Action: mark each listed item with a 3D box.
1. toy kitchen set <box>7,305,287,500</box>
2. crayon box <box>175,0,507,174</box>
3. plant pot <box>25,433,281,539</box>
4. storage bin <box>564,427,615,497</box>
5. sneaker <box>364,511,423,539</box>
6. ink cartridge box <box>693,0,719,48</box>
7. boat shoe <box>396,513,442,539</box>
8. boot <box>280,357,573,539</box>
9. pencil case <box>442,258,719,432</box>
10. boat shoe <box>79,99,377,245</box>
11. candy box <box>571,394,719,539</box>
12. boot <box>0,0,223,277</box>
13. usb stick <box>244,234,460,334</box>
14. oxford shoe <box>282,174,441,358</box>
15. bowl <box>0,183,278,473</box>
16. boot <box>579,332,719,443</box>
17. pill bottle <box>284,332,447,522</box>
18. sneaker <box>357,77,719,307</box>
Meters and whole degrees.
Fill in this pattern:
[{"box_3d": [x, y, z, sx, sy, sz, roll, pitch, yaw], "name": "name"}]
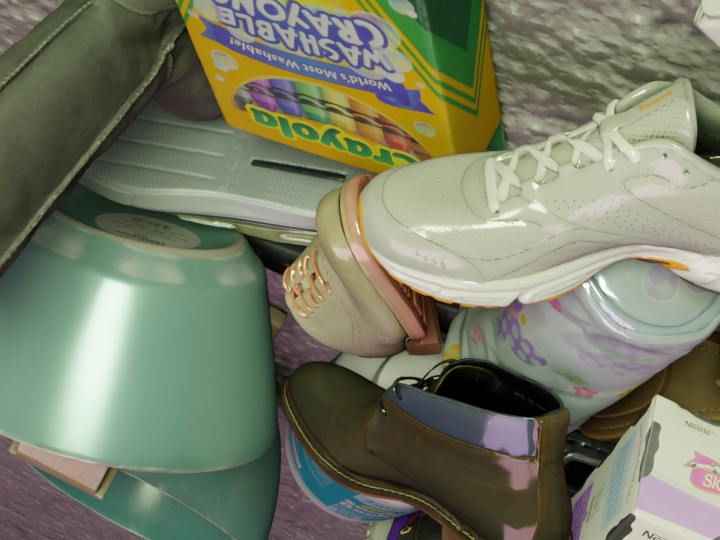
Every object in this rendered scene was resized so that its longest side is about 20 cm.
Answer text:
[{"box_3d": [-0.159, 0.038, 1.022, 0.199, 0.164, 0.180, 28, 158, -4], "name": "toy kitchen set"}, {"box_3d": [-0.010, -0.101, 0.693, 0.125, 0.052, 0.200, 19, 157, 20], "name": "crayon box"}, {"box_3d": [-0.138, 0.121, 1.223, 0.199, 0.135, 0.200, 23, 158, 10], "name": "plant pot"}, {"box_3d": [0.173, 0.143, 0.975, 0.134, 0.094, 0.200, 17, 155, 24], "name": "storage bin"}, {"box_3d": [0.053, 0.191, 1.101, 0.099, 0.201, 0.070, 11, 140, 5], "name": "sneaker"}, {"box_3d": [0.222, -0.060, 0.476, 0.200, 0.083, 0.146, 37, 156, -26], "name": "ink cartridge box"}, {"box_3d": [0.067, 0.176, 0.997, 0.063, 0.074, 0.201, -21, 166, 10], "name": "boat shoe"}, {"box_3d": [0.034, 0.070, 0.813, 0.200, 0.074, 0.097, 31, 129, 38], "name": "boot"}, {"box_3d": [0.104, 0.023, 0.784, 0.090, 0.083, 0.200, 34, 155, 0], "name": "pencil case"}, {"box_3d": [-0.077, -0.048, 0.862, 0.199, 0.072, 0.062, 16, 155, 18], "name": "boat shoe"}, {"box_3d": [0.179, 0.170, 0.823, 0.167, 0.072, 0.200, 23, 141, -2], "name": "candy box"}, {"box_3d": [-0.128, -0.058, 0.721, 0.072, 0.201, 0.182, 20, 157, 17], "name": "boot"}, {"box_3d": [0.000, 0.000, 0.935, 0.199, 0.033, 0.055, 19, 164, 19], "name": "usb stick"}, {"box_3d": [-0.005, 0.009, 0.799, 0.073, 0.071, 0.200, -10, 160, 6], "name": "oxford shoe"}, {"box_3d": [-0.129, 0.018, 0.875, 0.199, 0.106, 0.201, 14, -165, -4], "name": "bowl"}, {"box_3d": [0.216, 0.078, 0.828, 0.155, 0.077, 0.200, 29, 151, -17], "name": "boot"}, {"box_3d": [0.021, 0.094, 0.994, 0.110, 0.111, 0.200, 28, 164, -4], "name": "pill bottle"}, {"box_3d": [0.097, -0.041, 0.647, 0.198, 0.076, 0.092, -3, 141, 1], "name": "sneaker"}]
